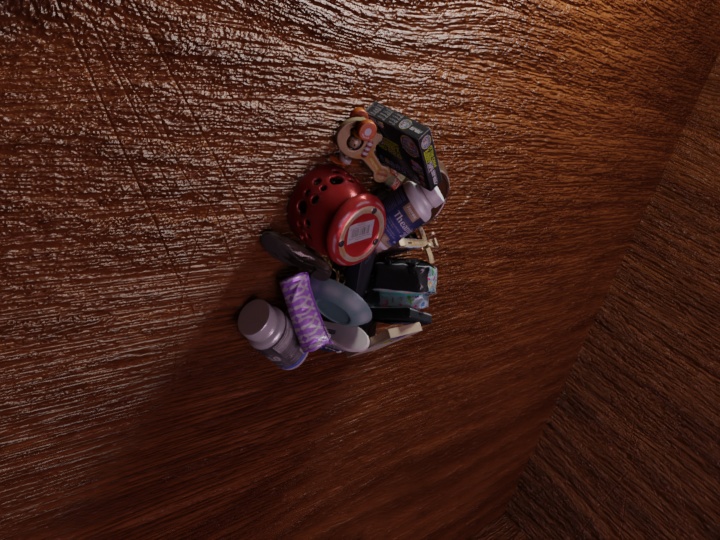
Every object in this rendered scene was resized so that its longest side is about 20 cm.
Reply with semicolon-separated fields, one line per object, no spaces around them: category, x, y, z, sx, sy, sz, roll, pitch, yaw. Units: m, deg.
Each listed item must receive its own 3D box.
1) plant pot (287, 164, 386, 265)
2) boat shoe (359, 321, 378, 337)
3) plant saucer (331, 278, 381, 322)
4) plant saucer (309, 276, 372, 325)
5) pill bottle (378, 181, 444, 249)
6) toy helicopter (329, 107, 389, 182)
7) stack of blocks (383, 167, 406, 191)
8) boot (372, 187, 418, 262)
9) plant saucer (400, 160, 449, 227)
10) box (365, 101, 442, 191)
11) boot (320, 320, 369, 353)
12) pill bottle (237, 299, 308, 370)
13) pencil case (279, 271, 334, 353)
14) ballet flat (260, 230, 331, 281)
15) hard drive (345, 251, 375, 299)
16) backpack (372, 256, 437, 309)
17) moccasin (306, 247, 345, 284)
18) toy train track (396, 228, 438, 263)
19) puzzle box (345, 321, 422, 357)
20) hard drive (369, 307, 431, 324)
plant pot;-0.050;-0.122;1.426;0.197;0.182;0.205;-27;137;-28
boat shoe;0.024;0.147;1.741;0.086;0.074;0.205;-40;146;-25
plant saucer;-0.013;0.107;1.754;0.197;0.027;0.205;-27;134;-31
plant saucer;-0.064;0.092;1.547;0.039;0.195;0.203;-60;146;-26
pill bottle;0.110;-0.152;1.515;0.197;0.113;0.110;-34;144;16
toy helicopter;0.005;-0.278;1.444;0.131;0.080;0.200;-37;134;7
stack of blocks;0.143;-0.245;1.630;0.117;0.058;0.198;-56;142;3
boot;0.091;-0.142;1.657;0.183;0.064;0.206;-28;130;-32
plant saucer;0.176;-0.199;1.623;0.197;0.034;0.205;-27;135;-30
box;0.101;-0.297;1.434;0.044;0.199;0.162;-40;141;-14
boot;-0.055;0.193;1.652;0.074;0.194;0.091;-62;150;-26
pill bottle;-0.218;0.161;1.512;0.114;0.113;0.201;-47;141;-7
pencil case;-0.136;0.105;1.499;0.083;0.206;0.084;-21;-178;20
ballet flat;-0.151;-0.041;1.440;0.196;0.047;0.067;30;140;-20
hard drive;0.000;0.000;1.601;0.135;0.041;0.206;-51;153;-59
backpack;0.134;0.034;1.708;0.199;0.171;0.157;-18;111;-72
moccasin;-0.086;0.020;1.572;0.073;0.077;0.204;-41;140;-14
toy train track;0.167;-0.080;1.671;0.032;0.118;0.197;-28;164;36
puzzle box;0.062;0.192;1.657;0.130;0.026;0.198;-7;163;-43
hard drive;0.107;0.129;1.676;0.199;0.135;0.034;21;70;-65
